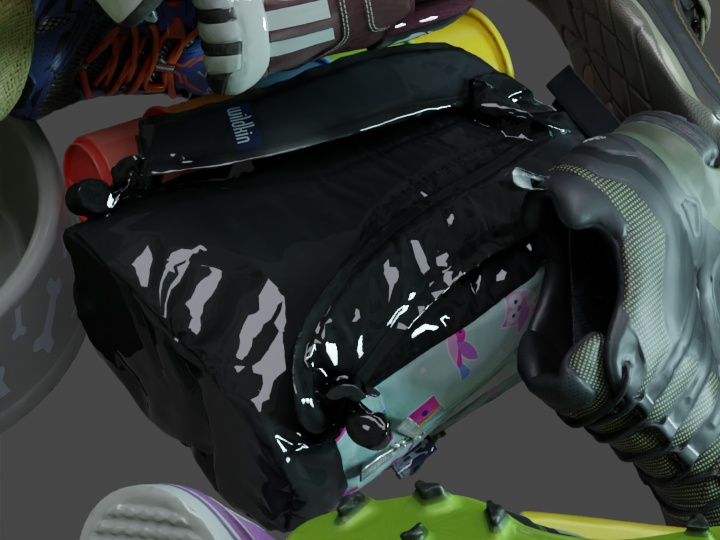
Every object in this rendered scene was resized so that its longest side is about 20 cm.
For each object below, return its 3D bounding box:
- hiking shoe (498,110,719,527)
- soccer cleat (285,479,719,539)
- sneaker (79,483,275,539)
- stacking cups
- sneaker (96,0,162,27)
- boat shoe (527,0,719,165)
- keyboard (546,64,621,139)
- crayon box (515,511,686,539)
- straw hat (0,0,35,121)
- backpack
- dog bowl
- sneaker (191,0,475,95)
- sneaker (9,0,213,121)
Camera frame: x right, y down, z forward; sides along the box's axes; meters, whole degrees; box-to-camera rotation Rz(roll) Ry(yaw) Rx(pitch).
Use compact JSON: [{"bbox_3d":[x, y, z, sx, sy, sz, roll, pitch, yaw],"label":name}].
[{"bbox_3d":[0.103,0.046,1.067,0.100,0.076,0.201,-19,95,-31],"label":"hiking shoe"},{"bbox_3d":[0.068,0.121,0.964,0.199,0.081,0.068,3,35,17],"label":"soccer cleat"},{"bbox_3d":[-0.021,0.167,1.004,0.072,0.114,0.201,-29,74,10],"label":"sneaker"},{"bbox_3d":[-0.032,-0.059,1.186,0.199,0.061,0.061,-19,54,-27],"label":"stacking cups"},{"bbox_3d":[-0.105,-0.157,1.079,0.090,0.067,0.200,37,12,-15],"label":"sneaker"},{"bbox_3d":[0.124,-0.127,1.257,0.073,0.075,0.200,-20,56,-18],"label":"boat shoe"},{"bbox_3d":[0.130,-0.005,1.155,0.040,0.104,0.200,-40,58,2],"label":"keyboard"},{"bbox_3d":[0.118,0.157,1.014,0.199,0.051,0.128,7,78,2],"label":"crayon box"},{"bbox_3d":[-0.176,-0.092,1.100,0.085,0.201,0.202,11,44,-35],"label":"straw hat"},{"bbox_3d":[0.000,0.000,1.116,0.200,0.127,0.167,-32,67,-26],"label":"backpack"},{"bbox_3d":[-0.210,-0.012,1.157,0.199,0.059,0.201,2,51,-2],"label":"dog bowl"},{"bbox_3d":[-0.003,-0.120,1.118,0.115,0.076,0.200,-10,20,4],"label":"sneaker"},{"bbox_3d":[-0.087,-0.106,1.200,0.078,0.075,0.200,39,36,11],"label":"sneaker"}]
